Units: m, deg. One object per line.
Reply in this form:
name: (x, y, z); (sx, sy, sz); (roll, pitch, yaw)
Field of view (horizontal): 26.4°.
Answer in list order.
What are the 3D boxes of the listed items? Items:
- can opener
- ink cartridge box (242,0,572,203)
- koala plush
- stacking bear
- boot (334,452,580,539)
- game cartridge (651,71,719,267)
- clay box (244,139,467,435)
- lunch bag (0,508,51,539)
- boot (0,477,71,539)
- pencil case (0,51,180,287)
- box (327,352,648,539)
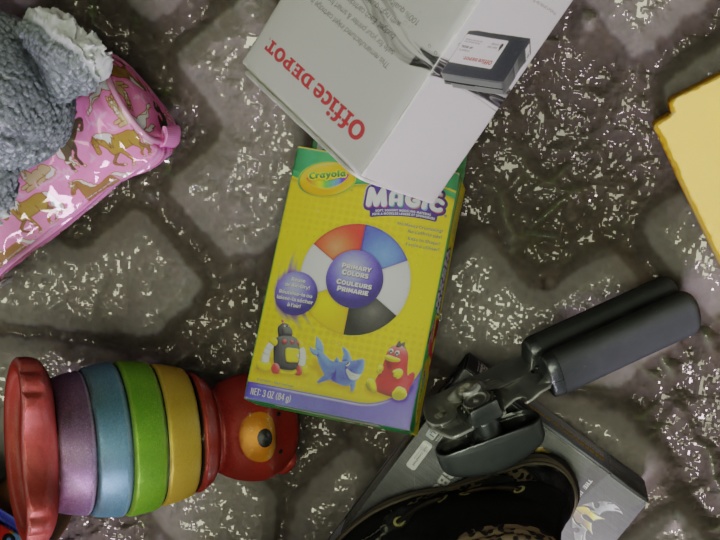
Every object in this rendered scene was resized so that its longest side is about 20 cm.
can opener: (0.136, 0.074, 1.028); (0.199, 0.053, 0.067); (-23, 117, -9)
ink cartridge box: (0.036, -0.166, 0.966); (0.145, 0.084, 0.200); (46, 108, 37)
koala plush: (-0.257, -0.137, 0.970); (0.177, 0.184, 0.200); (-46, 75, 15)
stacking bear: (-0.138, 0.113, 1.052); (0.199, 0.114, 0.122); (-3, 89, -20)
boot: (0.050, 0.195, 0.988); (0.199, 0.151, 0.074); (-24, 98, 11)
game cartridge: (0.311, -0.057, 1.016); (0.176, 0.032, 0.201); (-26, 95, 12)
clay box: (0.000, 0.000, 1.021); (0.114, 0.048, 0.201); (9, 82, 10)
lunch bag: (-0.321, 0.218, 1.068); (0.199, 0.094, 0.151); (33, 114, 13)
boot: (-0.296, 0.191, 1.133); (0.154, 0.077, 0.201); (12, 110, 9)
pencil case: (-0.220, -0.064, 1.057); (0.200, 0.083, 0.087); (-36, 119, 12)
box: (0.080, 0.185, 1.086); (0.158, 0.048, 0.200); (36, 104, -1)
